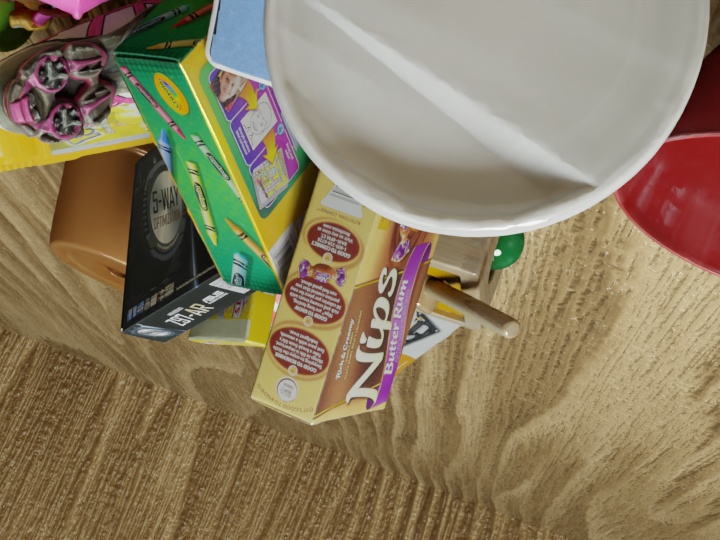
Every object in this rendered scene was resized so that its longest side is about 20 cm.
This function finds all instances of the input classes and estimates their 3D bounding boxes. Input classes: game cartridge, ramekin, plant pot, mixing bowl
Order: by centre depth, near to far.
[{"bbox_3d":[0.059,-0.111,0.601,0.202,0.203,0.094,19,176,9],"label":"ramekin"},{"bbox_3d":[0.244,-0.066,0.651,0.199,0.109,0.200,20,165,6],"label":"mixing bowl"},{"bbox_3d":[-0.208,-0.128,0.977,0.199,0.033,0.176,-15,170,-12],"label":"game cartridge"},{"bbox_3d":[-0.213,-0.058,1.222,0.199,0.141,0.200,20,164,6],"label":"plant pot"}]

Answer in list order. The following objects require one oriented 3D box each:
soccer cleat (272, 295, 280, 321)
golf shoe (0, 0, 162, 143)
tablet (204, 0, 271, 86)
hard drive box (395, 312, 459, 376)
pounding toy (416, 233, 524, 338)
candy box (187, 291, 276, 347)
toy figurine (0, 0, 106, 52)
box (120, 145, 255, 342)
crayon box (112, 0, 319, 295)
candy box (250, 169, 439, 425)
[{"bbox_3d":[-0.084,-0.045,1.080,0.066,0.201,0.077,8,140,-28],"label":"soccer cleat"},{"bbox_3d":[-0.166,-0.146,0.856,0.092,0.199,0.073,20,124,47],"label":"golf shoe"},{"bbox_3d":[0.014,-0.147,0.695,0.199,0.131,0.014,19,-154,9],"label":"tablet"},{"bbox_3d":[-0.018,0.015,1.210,0.200,0.077,0.156,28,132,-24],"label":"hard drive box"},{"bbox_3d":[0.051,-0.019,1.000,0.199,0.143,0.184,18,165,12],"label":"pounding toy"},{"bbox_3d":[-0.090,-0.039,1.013,0.026,0.201,0.102,16,170,-35],"label":"candy box"},{"bbox_3d":[-0.215,-0.199,0.820,0.183,0.151,0.200,2,179,28],"label":"toy figurine"},{"bbox_3d":[-0.125,-0.045,1.003,0.043,0.161,0.200,15,155,-32],"label":"box"},{"bbox_3d":[-0.072,-0.096,0.831,0.058,0.119,0.200,10,139,32],"label":"crayon box"},{"bbox_3d":[0.000,0.000,0.862,0.056,0.201,0.117,19,-172,24],"label":"candy box"}]
